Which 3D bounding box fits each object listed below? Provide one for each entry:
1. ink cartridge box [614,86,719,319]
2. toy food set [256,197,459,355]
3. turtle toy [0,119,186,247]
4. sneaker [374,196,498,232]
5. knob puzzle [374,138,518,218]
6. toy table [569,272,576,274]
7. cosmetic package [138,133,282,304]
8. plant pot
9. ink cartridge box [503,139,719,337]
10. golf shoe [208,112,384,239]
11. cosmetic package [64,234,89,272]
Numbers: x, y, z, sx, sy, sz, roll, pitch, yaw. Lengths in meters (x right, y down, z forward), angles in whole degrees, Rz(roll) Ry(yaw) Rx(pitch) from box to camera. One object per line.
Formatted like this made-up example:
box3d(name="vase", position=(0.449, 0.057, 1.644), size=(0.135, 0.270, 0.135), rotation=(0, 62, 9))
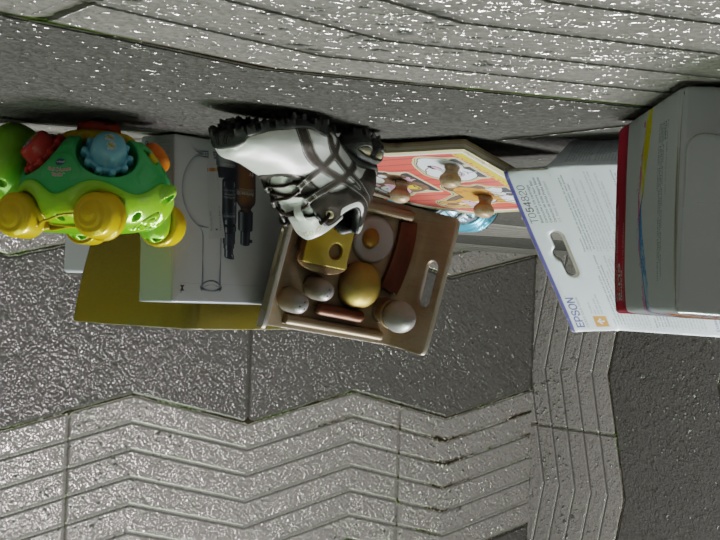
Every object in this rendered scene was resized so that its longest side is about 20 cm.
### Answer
box3d(name="ink cartridge box", position=(0.264, -0.039, 0.921), size=(0.143, 0.147, 0.200), rotation=(2, 178, 1))
box3d(name="toy food set", position=(0.000, 0.000, 1.308), size=(0.198, 0.145, 0.060), rotation=(12, -175, -36))
box3d(name="turtle toy", position=(-0.245, -0.075, 1.142), size=(0.197, 0.103, 0.146), rotation=(2, 179, 19))
box3d(name="sneaker", position=(0.046, -0.084, 1.429), size=(0.198, 0.080, 0.095), rotation=(-7, 161, 34))
box3d(name="knob puzzle", position=(0.067, -0.076, 1.273), size=(0.217, 0.031, 0.220), rotation=(9, 169, 2))
box3d(name="toy table", position=(0.361, -0.033, 1.827), size=(0.198, 0.119, 0.183), rotation=(0, 178, 40))
box3d(name="cosmetic package", position=(-0.122, -0.043, 1.286), size=(0.051, 0.153, 0.199), rotation=(1, 179, 40))
box3d(name="plant pot", position=(-0.172, -0.029, 1.458), size=(0.198, 0.179, 0.199), rotation=(2, 180, 41))
box3d(name="ink cartridge box", position=(0.245, -0.026, 1.162), size=(0.198, 0.201, 0.041), rotation=(1, -137, 37))
box3d(name="golf shoe", position=(-0.046, -0.074, 1.081), size=(0.077, 0.096, 0.199), rotation=(3, 178, 37))
box3d(name="cosmetic package", position=(-0.303, -0.051, 2.009), size=(0.198, 0.125, 0.199), rotation=(2, 180, 37))
